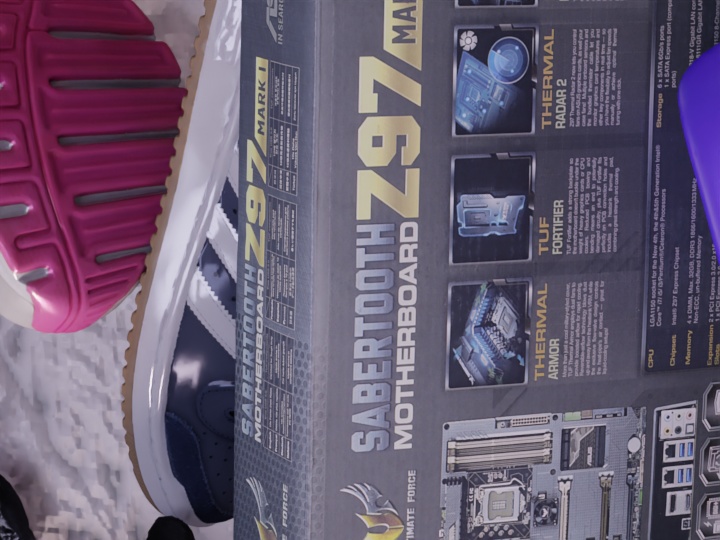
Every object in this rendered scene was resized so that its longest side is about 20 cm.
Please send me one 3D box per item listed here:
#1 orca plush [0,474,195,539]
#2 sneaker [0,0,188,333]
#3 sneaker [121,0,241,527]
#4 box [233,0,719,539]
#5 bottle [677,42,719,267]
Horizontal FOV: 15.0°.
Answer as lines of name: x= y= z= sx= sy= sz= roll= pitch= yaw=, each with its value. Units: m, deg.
orca plush: x=-0.097 y=0.111 z=0.810 sx=0.200 sy=0.071 sz=0.106 roll=52 pitch=128 yaw=54
sneaker: x=-0.113 y=-0.061 z=0.833 sx=0.088 sy=0.081 sz=0.201 roll=-48 pitch=47 yaw=41
sneaker: x=0.000 y=0.000 z=0.782 sx=0.108 sy=0.070 sz=0.201 roll=21 pitch=116 yaw=20
box: x=0.048 y=-0.005 z=0.696 sx=0.051 sy=0.157 sz=0.201 roll=-159 pitch=68 yaw=-63
bottle: x=0.177 y=-0.040 z=0.631 sx=0.199 sy=0.065 sz=0.084 roll=-17 pitch=83 yaw=14
